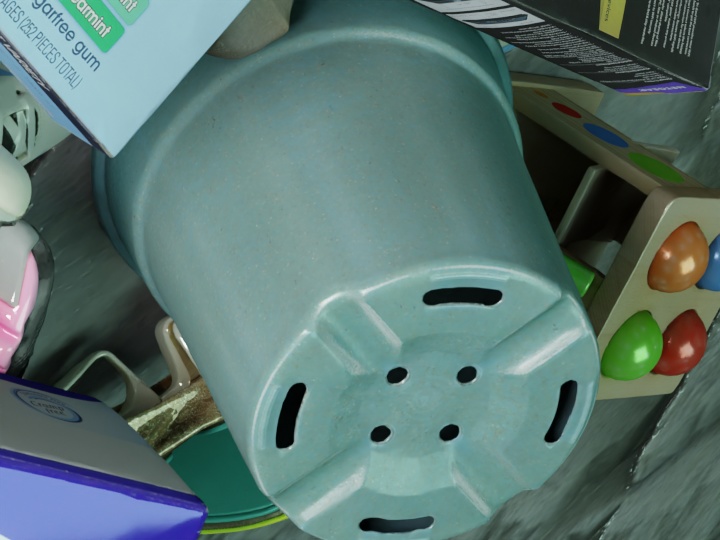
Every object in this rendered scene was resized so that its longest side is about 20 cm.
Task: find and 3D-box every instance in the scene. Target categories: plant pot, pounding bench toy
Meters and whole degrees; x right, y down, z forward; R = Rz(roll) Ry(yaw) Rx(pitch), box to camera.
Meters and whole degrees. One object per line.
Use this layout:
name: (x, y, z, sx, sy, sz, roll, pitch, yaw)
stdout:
plant pot: (0.000, 0.000, 0.997, 0.199, 0.196, 0.201, -10, 129, -12)
pounding bench toy: (0.103, -0.015, 1.243, 0.200, 0.156, 0.125, 0, 121, -55)

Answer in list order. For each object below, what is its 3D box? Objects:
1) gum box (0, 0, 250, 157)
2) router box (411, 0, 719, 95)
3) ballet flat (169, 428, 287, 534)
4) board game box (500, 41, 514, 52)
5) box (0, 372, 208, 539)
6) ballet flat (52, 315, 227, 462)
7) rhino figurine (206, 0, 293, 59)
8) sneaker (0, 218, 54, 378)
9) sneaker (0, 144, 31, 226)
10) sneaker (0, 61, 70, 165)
gum box: (-0.073, -0.167, 0.800, 0.200, 0.045, 0.170, -50, 138, -9)
router box: (0.103, -0.194, 1.036, 0.157, 0.052, 0.201, 18, 78, -42)
ballet flat: (-0.031, 0.095, 1.193, 0.199, 0.067, 0.067, -15, 162, -1)
board game box: (0.053, -0.184, 1.117, 0.134, 0.034, 0.201, -28, 141, -39)
box: (-0.188, 0.135, 0.877, 0.184, 0.105, 0.201, 18, 100, -38)
ballet flat: (-0.095, 0.059, 1.111, 0.200, 0.070, 0.065, -30, 99, -26)
rhino figurine: (-0.083, -0.146, 0.905, 0.060, 0.087, 0.200, -51, 151, -6)
sneaker: (-0.173, 0.050, 0.998, 0.095, 0.079, 0.200, -21, 149, -54)
sneaker: (-0.170, -0.095, 0.806, 0.200, 0.070, 0.094, 41, 76, -35)
sneaker: (-0.168, -0.040, 0.911, 0.200, 0.072, 0.072, -32, 142, -36)
